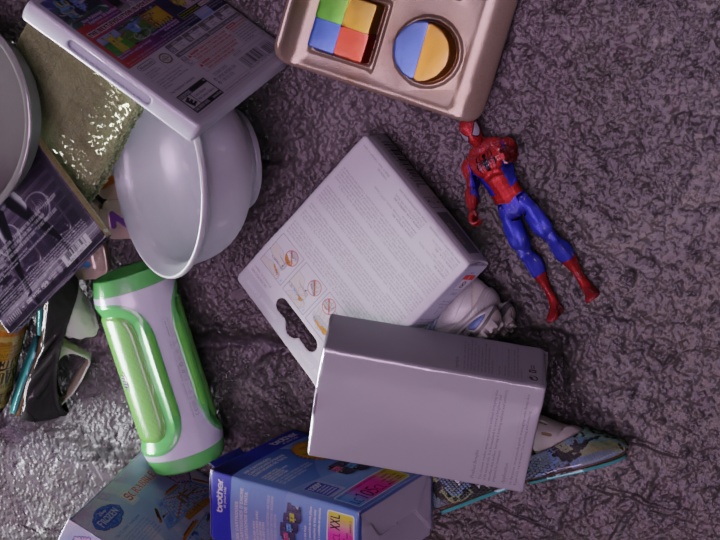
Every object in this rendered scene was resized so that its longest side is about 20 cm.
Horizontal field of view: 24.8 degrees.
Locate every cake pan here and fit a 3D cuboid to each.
[{"bbox_3d":[-0.375,-0.143,1.519,0.200,0.037,0.201,4,98,27],"label":"cake pan"}]

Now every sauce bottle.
[{"bbox_3d":[-0.383,0.107,1.667,0.066,0.066,0.201,22,117,9],"label":"sauce bottle"}]

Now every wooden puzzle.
[{"bbox_3d":[0.036,-0.246,1.450,0.199,0.046,0.186,19,101,9],"label":"wooden puzzle"}]

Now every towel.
[{"bbox_3d":[-0.270,-0.156,1.519,0.148,0.036,0.200,46,135,10],"label":"towel"}]

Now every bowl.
[{"bbox_3d":[-0.151,-0.097,1.510,0.201,0.090,0.202,26,120,55],"label":"bowl"}]

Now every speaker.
[{"bbox_3d":[-0.196,0.094,1.600,0.088,0.088,0.201,-13,101,18],"label":"speaker"}]

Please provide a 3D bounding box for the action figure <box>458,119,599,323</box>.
[{"bbox_3d":[0.138,-0.046,1.464,0.065,0.099,0.200,-29,93,20],"label":"action figure"}]

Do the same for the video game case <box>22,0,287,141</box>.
[{"bbox_3d":[-0.174,-0.207,1.450,0.182,0.200,0.023,36,124,3],"label":"video game case"}]

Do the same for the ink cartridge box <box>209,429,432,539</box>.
[{"bbox_3d":[-0.050,0.216,1.549,0.199,0.136,0.077,9,107,31],"label":"ink cartridge box"}]

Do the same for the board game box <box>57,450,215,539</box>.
[{"bbox_3d":[-0.165,0.266,1.578,0.199,0.200,0.041,32,111,6],"label":"board game box"}]

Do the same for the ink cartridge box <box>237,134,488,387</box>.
[{"bbox_3d":[0.000,0.000,1.518,0.200,0.050,0.162,-47,70,26],"label":"ink cartridge box"}]

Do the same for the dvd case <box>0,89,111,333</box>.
[{"bbox_3d":[-0.338,-0.063,1.543,0.149,0.016,0.200,-43,78,23],"label":"dvd case"}]

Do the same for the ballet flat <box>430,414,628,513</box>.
[{"bbox_3d":[0.149,0.172,1.536,0.199,0.074,0.074,-20,99,18],"label":"ballet flat"}]

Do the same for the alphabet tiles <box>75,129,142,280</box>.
[{"bbox_3d":[-0.304,-0.088,1.617,0.195,0.015,0.201,-2,104,16],"label":"alphabet tiles"}]

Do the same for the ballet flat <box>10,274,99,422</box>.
[{"bbox_3d":[-0.299,0.065,1.634,0.068,0.068,0.201,10,121,-15],"label":"ballet flat"}]

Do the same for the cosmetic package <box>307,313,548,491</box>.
[{"bbox_3d":[0.058,0.117,1.456,0.199,0.081,0.113,12,114,2],"label":"cosmetic package"}]

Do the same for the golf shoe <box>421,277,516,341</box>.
[{"bbox_3d":[0.055,0.081,1.545,0.097,0.078,0.200,46,107,18],"label":"golf shoe"}]
